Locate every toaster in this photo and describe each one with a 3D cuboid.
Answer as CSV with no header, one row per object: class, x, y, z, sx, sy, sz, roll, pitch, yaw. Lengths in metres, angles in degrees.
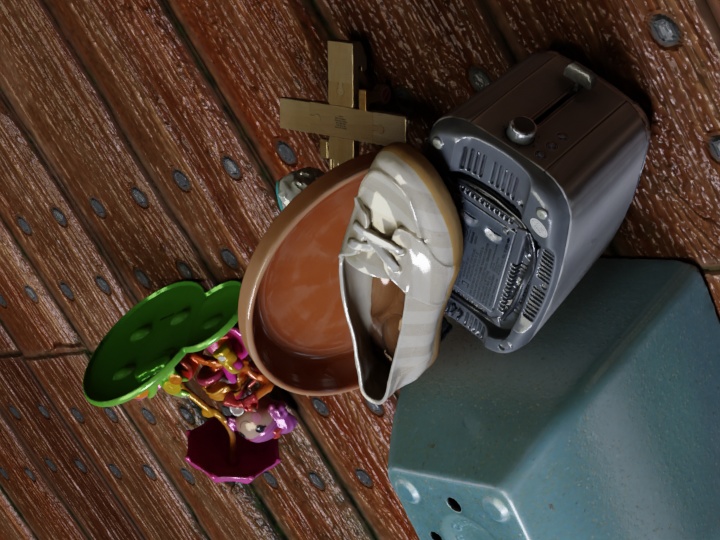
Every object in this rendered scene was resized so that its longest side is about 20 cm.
toaster,0.106,-0.042,1.017,0.113,0.129,0.201,35,145,20

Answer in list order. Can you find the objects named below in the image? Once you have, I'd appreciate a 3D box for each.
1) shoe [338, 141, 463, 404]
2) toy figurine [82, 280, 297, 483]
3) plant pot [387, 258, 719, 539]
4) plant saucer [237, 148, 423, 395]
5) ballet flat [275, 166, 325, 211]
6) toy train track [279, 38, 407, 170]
shoe,0.022,0.008,0.997,0.070,0.053,0.201,29,143,26
toy figurine,-0.130,0.118,1.501,0.199,0.151,0.184,-22,123,31
plant pot,0.134,0.128,1.097,0.195,0.200,0.197,3,128,48
plant saucer,0.000,0.000,1.131,0.032,0.199,0.202,47,154,41
ballet flat,0.011,-0.005,1.238,0.071,0.072,0.201,0,130,49
toy train track,-0.005,-0.069,1.164,0.114,0.032,0.202,13,112,34
